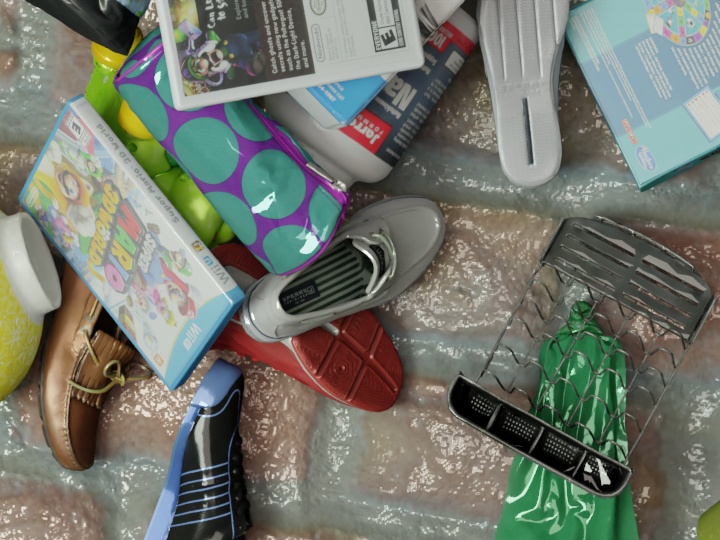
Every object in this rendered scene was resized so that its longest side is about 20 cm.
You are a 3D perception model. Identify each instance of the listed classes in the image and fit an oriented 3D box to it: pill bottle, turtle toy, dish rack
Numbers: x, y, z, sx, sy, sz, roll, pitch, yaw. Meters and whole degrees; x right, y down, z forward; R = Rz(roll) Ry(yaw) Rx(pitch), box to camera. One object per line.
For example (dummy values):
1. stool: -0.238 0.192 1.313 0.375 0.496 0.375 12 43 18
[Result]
1. pill bottle: -0.006 -0.138 1.696 0.119 0.120 0.201 34 93 9
2. turtle toy: -0.159 -0.095 1.700 0.146 0.100 0.201 -62 41 40
3. dish rack: 0.174 0.059 1.652 0.153 0.055 0.201 28 81 11

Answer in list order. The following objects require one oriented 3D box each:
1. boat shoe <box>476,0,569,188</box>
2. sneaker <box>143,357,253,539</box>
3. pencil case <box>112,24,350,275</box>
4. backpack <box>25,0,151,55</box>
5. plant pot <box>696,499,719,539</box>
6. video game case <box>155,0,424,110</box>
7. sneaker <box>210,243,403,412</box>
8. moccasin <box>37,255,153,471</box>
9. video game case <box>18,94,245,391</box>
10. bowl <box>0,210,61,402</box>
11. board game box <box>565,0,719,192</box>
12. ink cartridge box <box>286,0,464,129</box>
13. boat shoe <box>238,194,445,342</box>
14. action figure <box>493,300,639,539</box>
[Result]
1. boat shoe: 0.122 -0.167 1.686 0.071 0.071 0.202 -1 102 -5
2. sneaker: -0.116 0.173 1.725 0.077 0.070 0.202 19 98 6
3. pencil case: -0.092 -0.096 1.600 0.092 0.085 0.200 -36 104 25
4. backpack: -0.187 -0.289 1.576 0.163 0.154 0.201 34 79 15
5. plant pot: 0.358 0.196 1.609 0.199 0.187 0.189 -19 84 22
6. video game case: -0.059 -0.226 1.518 0.180 0.023 0.202 -11 94 -9
7. sneaker: -0.065 0.049 1.728 0.200 0.115 0.079 38 65 -19
8. moccasin: -0.209 0.061 1.745 0.077 0.074 0.203 7 79 17
9. video game case: -0.178 -0.019 1.658 0.018 0.143 0.200 -33 78 -38
10. bowl: -0.297 0.010 1.693 0.107 0.200 0.202 -19 85 5
11. board game box: 0.274 -0.174 1.691 0.199 0.047 0.152 -26 83 6
12. ink cartridge box: -0.001 -0.224 1.581 0.146 0.086 0.200 45 82 -8
13. boat shoe: 0.000 0.000 1.667 0.199 0.067 0.074 -34 98 -30
14. action figure: 0.169 0.123 1.690 0.117 0.055 0.202 3 81 10
